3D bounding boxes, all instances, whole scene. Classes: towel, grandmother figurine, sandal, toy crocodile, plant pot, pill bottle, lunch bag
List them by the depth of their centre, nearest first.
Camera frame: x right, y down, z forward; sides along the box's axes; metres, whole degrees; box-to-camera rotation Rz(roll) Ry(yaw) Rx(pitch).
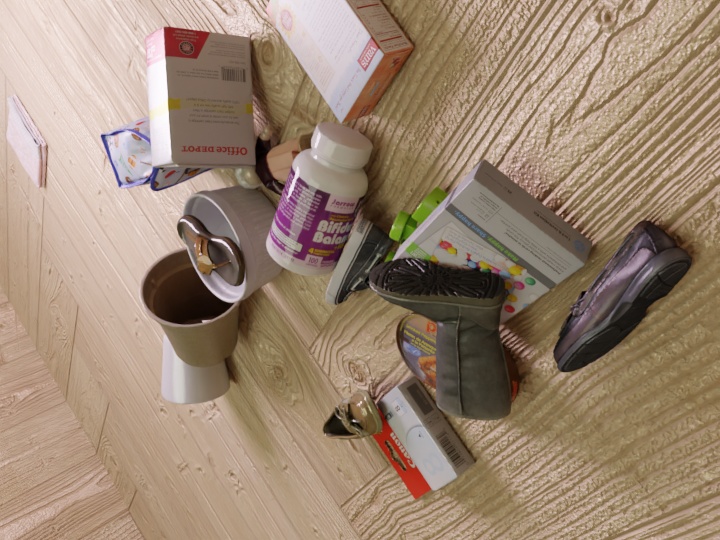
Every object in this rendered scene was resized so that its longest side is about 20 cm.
[{"bbox_3d":[0.072,-0.028,0.968,0.067,0.062,0.201,24,138,9],"label":"toy crocodile"},{"bbox_3d":[-0.055,-0.101,1.019,0.112,0.112,0.201,40,123,29],"label":"pill bottle"},{"bbox_3d":[-0.135,-0.169,1.142,0.199,0.060,0.122,-7,96,49],"label":"grandmother figurine"},{"bbox_3d":[-0.258,-0.031,1.197,0.200,0.054,0.082,36,135,33],"label":"sandal"},{"bbox_3d":[-0.327,-0.216,1.254,0.199,0.170,0.125,0,113,50],"label":"lunch bag"},{"bbox_3d":[-0.318,0.086,1.423,0.200,0.200,0.184,41,149,28],"label":"plant pot"},{"bbox_3d":[-0.955,-0.366,2.054,0.200,0.032,0.191,54,143,15],"label":"towel"}]

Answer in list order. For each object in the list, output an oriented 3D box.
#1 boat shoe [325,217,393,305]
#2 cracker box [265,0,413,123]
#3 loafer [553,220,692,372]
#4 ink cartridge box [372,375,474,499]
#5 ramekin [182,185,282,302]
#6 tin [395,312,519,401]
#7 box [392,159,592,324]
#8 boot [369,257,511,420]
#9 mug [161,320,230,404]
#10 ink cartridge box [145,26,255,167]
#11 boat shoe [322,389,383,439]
[{"bbox_3d":[0.000,0.000,1.069,0.067,0.072,0.200,27,142,1],"label":"boat shoe"},{"bbox_3d":[-0.032,-0.313,0.931,0.201,0.057,0.134,58,144,11],"label":"cracker box"},{"bbox_3d":[0.267,0.031,0.768,0.200,0.071,0.063,-60,43,41],"label":"loafer"},{"bbox_3d":[0.075,0.280,1.151,0.160,0.047,0.200,54,141,14],"label":"ink cartridge box"},{"bbox_3d":[-0.216,-0.053,1.267,0.200,0.105,0.201,29,131,39],"label":"ramekin"},{"bbox_3d":[0.132,0.123,0.999,0.199,0.042,0.113,29,135,38],"label":"tin"},{"bbox_3d":[0.145,-0.018,0.849,0.156,0.041,0.200,37,143,-5],"label":"box"},{"bbox_3d":[0.102,0.089,0.894,0.181,0.073,0.201,13,135,23],"label":"boot"},{"bbox_3d":[-0.379,0.187,1.580,0.186,0.149,0.154,12,112,39],"label":"mug"},{"bbox_3d":[-0.247,-0.258,1.112,0.083,0.144,0.202,4,97,51],"label":"ink cartridge box"},{"bbox_3d":[-0.014,0.250,1.193,0.074,0.062,0.200,64,159,15],"label":"boat shoe"}]
